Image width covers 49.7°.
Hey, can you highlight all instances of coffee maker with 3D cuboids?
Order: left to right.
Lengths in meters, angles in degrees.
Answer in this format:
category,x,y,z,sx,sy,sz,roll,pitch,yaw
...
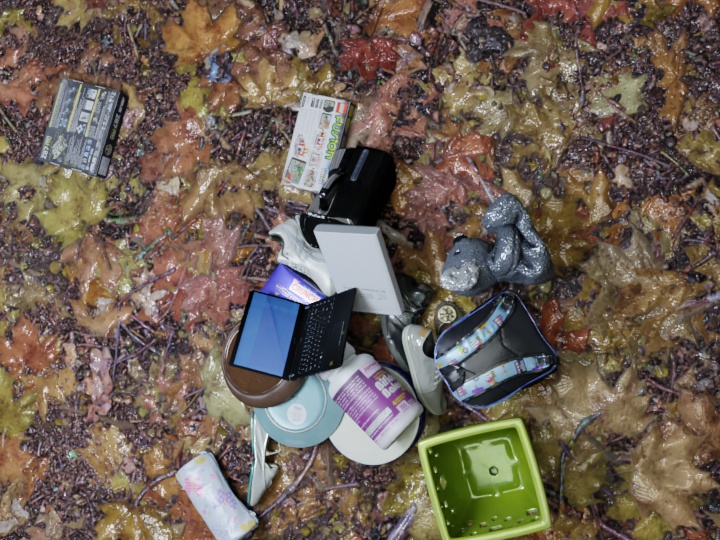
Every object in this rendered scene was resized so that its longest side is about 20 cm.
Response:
category,x,y,z,sx,sy,sz,roll,pitch,yaw
coffee maker,0.002,-0.129,1.524,0.192,0.135,0.200,26,59,-3

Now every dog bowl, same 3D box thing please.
category,x,y,z,sx,sy,sz,roll,pitch,yaw
dog bowl,0.029,0.282,1.549,0.200,0.079,0.201,-1,86,15

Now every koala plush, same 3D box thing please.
category,x,y,z,sx,sy,sz,roll,pitch,yaw
koala plush,0.240,-0.018,1.463,0.200,0.177,0.184,-31,86,4

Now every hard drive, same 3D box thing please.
category,x,y,z,sx,sy,sz,roll,pitch,yaw
hard drive,0.000,0.000,1.470,0.132,0.200,0.027,5,43,28

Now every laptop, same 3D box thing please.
category,x,y,z,sx,sy,sz,roll,pitch,yaw
laptop,-0.125,0.105,1.464,0.200,0.103,0.177,-20,44,35

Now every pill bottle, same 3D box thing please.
category,x,y,z,sx,sy,sz,roll,pitch,yaw
pill bottle,0.012,0.228,1.458,0.200,0.112,0.112,44,97,12

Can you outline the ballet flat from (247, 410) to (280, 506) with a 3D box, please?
category,x,y,z,sx,sy,sz,roll,pitch,yaw
ballet flat,-0.198,0.388,1.614,0.069,0.069,0.200,1,86,14

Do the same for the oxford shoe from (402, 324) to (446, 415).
category,x,y,z,sx,sy,sz,roll,pitch,yaw
oxford shoe,0.136,0.194,1.500,0.058,0.075,0.200,-7,112,31

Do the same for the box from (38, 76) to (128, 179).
category,x,y,z,sx,sy,sz,roll,pitch,yaw
box,-0.632,-0.324,1.772,0.161,0.049,0.200,15,91,13

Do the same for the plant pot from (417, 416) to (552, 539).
category,x,y,z,sx,sy,sz,roll,pitch,yaw
plant pot,0.235,0.377,1.438,0.199,0.181,0.200,-16,82,12

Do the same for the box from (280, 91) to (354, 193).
category,x,y,z,sx,sy,sz,roll,pitch,yaw
box,-0.090,-0.265,1.635,0.110,0.035,0.200,15,90,15

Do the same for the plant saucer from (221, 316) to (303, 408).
category,x,y,z,sx,sy,sz,roll,pitch,yaw
plant saucer,-0.198,0.171,1.543,0.200,0.034,0.201,-6,75,22

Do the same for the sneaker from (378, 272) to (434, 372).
category,x,y,z,sx,sy,sz,roll,pitch,yaw
sneaker,0.099,0.097,1.543,0.114,0.076,0.200,-18,77,19

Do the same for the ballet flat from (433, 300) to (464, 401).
category,x,y,z,sx,sy,sz,roll,pitch,yaw
ballet flat,0.184,0.159,1.533,0.067,0.046,0.200,-8,85,13

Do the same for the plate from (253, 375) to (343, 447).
category,x,y,z,sx,sy,sz,roll,pitch,yaw
plate,-0.127,0.252,1.539,0.200,0.026,0.201,-1,87,16

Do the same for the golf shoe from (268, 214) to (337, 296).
category,x,y,z,sx,sy,sz,roll,pitch,yaw
golf shoe,-0.117,-0.018,1.583,0.097,0.078,0.200,-21,61,-20

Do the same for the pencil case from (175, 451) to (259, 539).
category,x,y,z,sx,sy,sz,roll,pitch,yaw
pencil case,-0.299,0.477,1.619,0.091,0.083,0.200,-42,77,10

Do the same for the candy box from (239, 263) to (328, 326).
category,x,y,z,sx,sy,sz,roll,pitch,yaw
candy box,-0.146,0.114,1.606,0.169,0.077,0.200,37,97,15

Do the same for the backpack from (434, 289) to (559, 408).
category,x,y,z,sx,sy,sz,roll,pitch,yaw
backpack,0.244,0.158,1.459,0.200,0.135,0.183,-33,81,1
